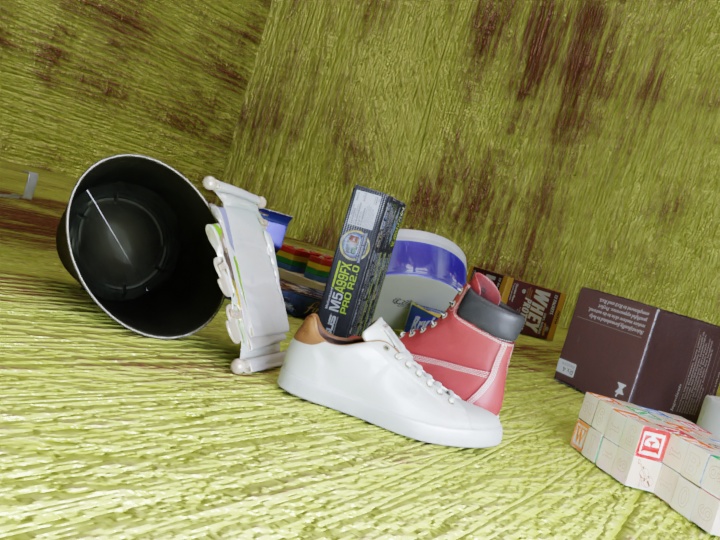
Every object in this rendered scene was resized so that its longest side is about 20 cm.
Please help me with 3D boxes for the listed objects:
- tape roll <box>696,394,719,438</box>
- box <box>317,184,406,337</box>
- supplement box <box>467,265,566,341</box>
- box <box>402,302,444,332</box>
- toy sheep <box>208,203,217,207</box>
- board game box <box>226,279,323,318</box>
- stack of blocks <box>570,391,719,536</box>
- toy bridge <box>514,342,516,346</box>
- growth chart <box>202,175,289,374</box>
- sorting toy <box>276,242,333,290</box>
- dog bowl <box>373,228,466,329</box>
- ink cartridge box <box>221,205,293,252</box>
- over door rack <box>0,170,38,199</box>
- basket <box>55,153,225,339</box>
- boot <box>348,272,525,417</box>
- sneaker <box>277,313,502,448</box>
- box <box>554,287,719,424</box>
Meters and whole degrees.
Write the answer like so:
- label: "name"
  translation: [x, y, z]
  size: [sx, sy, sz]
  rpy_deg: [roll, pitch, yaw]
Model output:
- label: "tape roll"
  translation: [0.547, 0.230, 0.998]
  size: [0.202, 0.071, 0.202]
  rpy_deg: [16, 4, -1]
- label: "box"
  translation: [0.000, 0.000, 0.962]
  size: [0.044, 0.200, 0.160]
  rpy_deg: [17, 4, 10]
- label: "supplement box"
  translation: [0.408, 0.087, 2.074]
  size: [0.197, 0.133, 0.200]
  rpy_deg: [15, 3, -23]
- label: "box"
  translation: [0.128, 0.101, 1.098]
  size: [0.070, 0.064, 0.200]
  rpy_deg: [16, 3, -19]
- label: "toy sheep"
  translation: [-0.224, -0.034, 1.010]
  size: [0.200, 0.138, 0.138]
  rpy_deg: [21, 3, -4]
- label: "board game box"
  translation: [-0.128, 0.035, 1.157]
  size: [0.200, 0.035, 0.135]
  rpy_deg: [16, 3, -17]
- label: "stack of blocks"
  translation: [0.293, 0.178, 0.702]
  size: [0.115, 0.059, 0.200]
  rpy_deg: [16, 4, -11]
- label: "toy bridge"
  translation: [0.259, 0.137, 1.454]
  size: [0.067, 0.027, 0.200]
  rpy_deg: [19, 4, 19]
- label: "growth chart"
  translation: [-0.108, 0.003, 0.738]
  size: [0.018, 0.200, 0.145]
  rpy_deg: [-16, -15, 16]
- label: "sorting toy"
  translation: [-0.084, 0.000, 1.634]
  size: [0.200, 0.070, 0.199]
  rpy_deg: [19, 4, 38]
- label: "dog bowl"
  translation: [0.067, 0.019, 1.206]
  size: [0.200, 0.079, 0.200]
  rpy_deg: [3, -29, 1]
- label: "ink cartridge box"
  translation: [-0.176, -0.045, 1.142]
  size: [0.099, 0.039, 0.200]
  rpy_deg: [16, -22, -16]
- label: "over door rack"
  translation: [-0.512, -0.089, 0.905]
  size: [0.200, 0.067, 0.148]
  rpy_deg: [-5, -8, 29]
- label: "basket"
  translation: [-0.238, -0.026, 0.784]
  size: [0.200, 0.136, 0.180]
  rpy_deg: [7, -52, 61]
- label: "boot"
  translation: [0.070, 0.063, 0.772]
  size: [0.200, 0.144, 0.072]
  rpy_deg: [18, 5, 42]
- label: "sneaker"
  translation: [0.034, 0.091, 0.655]
  size: [0.200, 0.085, 0.073]
  rpy_deg: [18, 2, 1]
- label: "box"
  translation: [0.460, 0.139, 1.242]
  size: [0.200, 0.164, 0.166]
  rpy_deg: [15, 4, -30]
